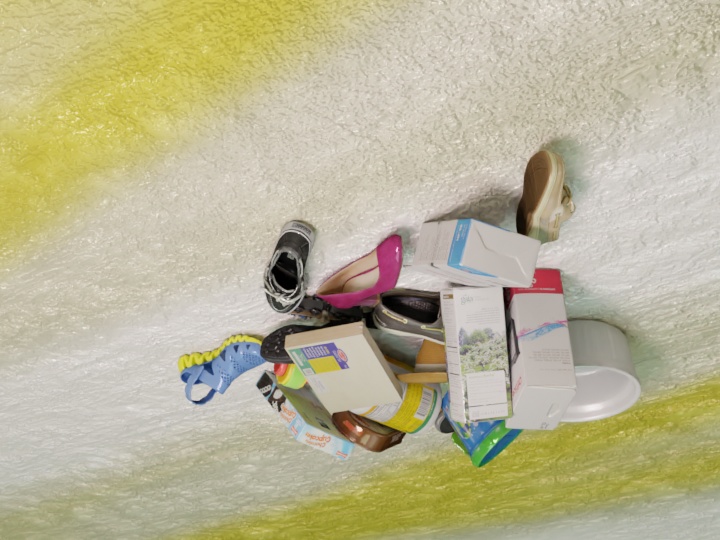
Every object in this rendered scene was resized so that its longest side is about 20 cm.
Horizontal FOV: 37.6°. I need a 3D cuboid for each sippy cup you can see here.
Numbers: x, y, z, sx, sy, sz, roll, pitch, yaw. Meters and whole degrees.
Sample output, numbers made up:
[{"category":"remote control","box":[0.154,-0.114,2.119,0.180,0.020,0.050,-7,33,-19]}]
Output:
[{"category":"sippy cup","box":[0.212,0.252,1.861,0.178,0.131,0.139,-49,159,15]}]

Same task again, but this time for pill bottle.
[{"category":"pill bottle","box":[0.036,0.205,1.832,0.198,0.115,0.112,25,140,-32]}]

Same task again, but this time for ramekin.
[{"category":"ramekin","box":[0.366,0.167,1.780,0.196,0.099,0.202,0,146,0]}]

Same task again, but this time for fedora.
[{"category":"fedora","box":[0.148,0.143,1.738,0.196,0.084,0.201,-2,175,0]}]

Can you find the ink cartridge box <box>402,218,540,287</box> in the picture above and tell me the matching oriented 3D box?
[{"category":"ink cartridge box","box":[0.150,-0.023,1.488,0.114,0.068,0.199,16,174,-21]}]

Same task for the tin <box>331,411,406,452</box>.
[{"category":"tin","box":[0.021,0.268,1.894,0.111,0.042,0.199,34,-167,18]}]

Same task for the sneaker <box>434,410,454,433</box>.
[{"category":"sneaker","box":[0.223,0.276,1.966,0.198,0.079,0.078,-21,143,32]}]

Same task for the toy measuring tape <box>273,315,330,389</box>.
[{"category":"toy measuring tape","box":[-0.096,0.150,1.794,0.072,0.075,0.200,17,144,-22]}]

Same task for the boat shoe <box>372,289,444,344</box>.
[{"category":"boat shoe","box":[0.119,0.072,1.668,0.197,0.073,0.061,5,151,-1]}]

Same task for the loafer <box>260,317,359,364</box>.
[{"category":"loafer","box":[-0.073,0.124,1.712,0.197,0.069,0.070,-11,145,29]}]

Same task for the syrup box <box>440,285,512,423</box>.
[{"category":"syrup box","box":[0.175,0.124,1.604,0.077,0.205,0.081,-5,178,-11]}]

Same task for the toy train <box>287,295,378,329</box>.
[{"category":"toy train","box":[-0.029,0.069,1.707,0.196,0.035,0.046,10,156,-13]}]

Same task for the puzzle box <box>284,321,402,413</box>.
[{"category":"puzzle box","box":[-0.023,0.156,1.673,0.130,0.026,0.201,-10,140,17]}]

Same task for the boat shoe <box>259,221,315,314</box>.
[{"category":"boat shoe","box":[-0.112,0.015,1.580,0.072,0.069,0.200,23,142,-3]}]

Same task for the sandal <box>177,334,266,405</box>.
[{"category":"sandal","box":[-0.235,0.176,1.824,0.198,0.088,0.079,-25,137,31]}]

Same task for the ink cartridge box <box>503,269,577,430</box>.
[{"category":"ink cartridge box","box":[0.265,0.121,1.620,0.084,0.203,0.149,3,146,-4]}]

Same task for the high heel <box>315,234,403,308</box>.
[{"category":"high heel","box":[0.000,0.000,1.576,0.094,0.069,0.200,6,157,-15]}]

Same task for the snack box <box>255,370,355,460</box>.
[{"category":"snack box","box":[-0.099,0.252,1.856,0.115,0.200,0.037,29,97,-34]}]

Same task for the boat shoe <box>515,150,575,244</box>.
[{"category":"boat shoe","box":[0.254,-0.096,1.421,0.064,0.073,0.201,-4,151,-3]}]
